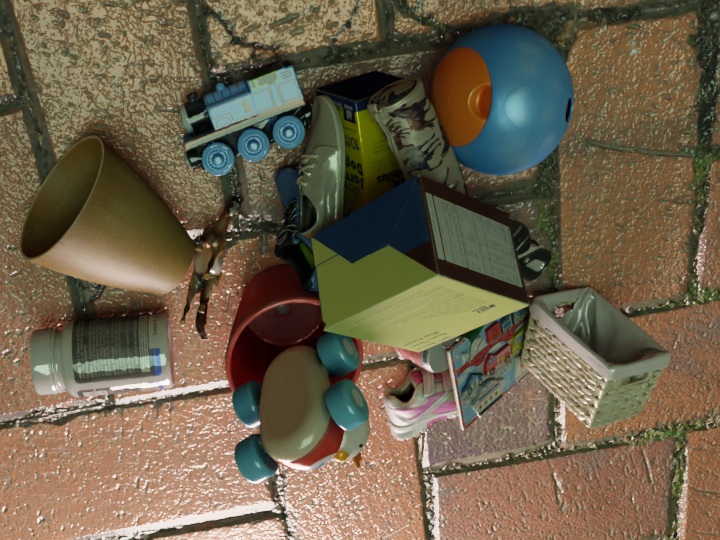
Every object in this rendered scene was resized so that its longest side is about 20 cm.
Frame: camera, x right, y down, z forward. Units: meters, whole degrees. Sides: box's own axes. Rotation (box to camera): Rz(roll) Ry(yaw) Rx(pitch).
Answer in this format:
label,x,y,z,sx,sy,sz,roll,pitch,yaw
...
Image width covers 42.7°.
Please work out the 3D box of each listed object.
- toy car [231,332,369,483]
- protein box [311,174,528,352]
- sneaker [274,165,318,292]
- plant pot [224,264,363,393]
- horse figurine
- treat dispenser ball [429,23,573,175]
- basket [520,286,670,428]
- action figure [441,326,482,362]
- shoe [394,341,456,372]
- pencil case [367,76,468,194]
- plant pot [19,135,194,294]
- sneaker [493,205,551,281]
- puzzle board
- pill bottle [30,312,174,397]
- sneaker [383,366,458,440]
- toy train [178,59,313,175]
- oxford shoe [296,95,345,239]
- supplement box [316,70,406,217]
label,x,y,z,sx,sy,sz,roll,pitch,yaw
toy car,-0.044,0.217,1.258,0.183,0.178,0.200,-32,129,17
protein box,0.077,0.000,1.206,0.197,0.137,0.198,-27,151,36
sneaker,-0.082,-0.061,1.308,0.088,0.203,0.079,-6,154,-38
plant pot,-0.106,0.091,1.371,0.196,0.178,0.204,-4,116,-9
horse figurine,-0.224,-0.001,1.351,0.049,0.133,0.203,15,121,-3
treat dispenser ball,0.193,-0.234,1.267,0.197,0.201,0.204,-4,115,-9
basket,0.362,0.136,1.458,0.133,0.200,0.125,-8,126,-29
action figure,0.164,0.055,1.408,0.054,0.200,0.120,-18,97,29
shoe,0.150,0.104,1.487,0.198,0.090,0.073,-18,113,-36
pencil case,0.076,-0.159,1.222,0.090,0.077,0.202,-49,129,-26
plant pot,-0.333,-0.054,1.278,0.199,0.187,0.187,33,105,-37
sneaker,0.203,-0.054,1.384,0.076,0.115,0.200,-50,146,8
puzzle board,0.218,0.143,1.484,0.199,0.017,0.153,-33,122,-34
pill bottle,-0.381,0.127,1.371,0.196,0.114,0.116,-4,115,-9
sneaker,0.123,0.198,1.515,0.198,0.082,0.089,-29,118,3
toy train,-0.161,-0.211,1.280,0.197,0.087,0.116,-21,108,-1
oxford shoe,-0.057,-0.135,1.247,0.057,0.075,0.204,-1,94,-25
supplement box,0.020,-0.163,1.300,0.108,0.108,0.203,-22,118,-26
